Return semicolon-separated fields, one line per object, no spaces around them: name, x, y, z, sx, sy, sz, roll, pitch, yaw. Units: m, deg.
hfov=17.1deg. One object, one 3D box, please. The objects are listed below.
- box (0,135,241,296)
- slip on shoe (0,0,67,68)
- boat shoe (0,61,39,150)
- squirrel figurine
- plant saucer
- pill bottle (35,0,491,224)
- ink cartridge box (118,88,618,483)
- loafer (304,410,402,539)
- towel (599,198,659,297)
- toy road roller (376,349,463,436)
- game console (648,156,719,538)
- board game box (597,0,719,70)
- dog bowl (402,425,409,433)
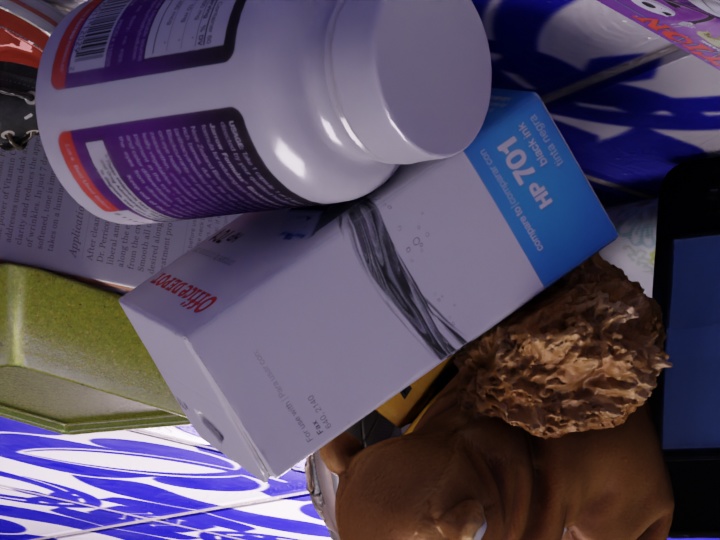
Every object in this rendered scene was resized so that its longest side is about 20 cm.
box;-0.178;-0.033;1.350;0.199;0.107;0.152;12;165;-16
slip on shoe;-0.228;-0.115;1.154;0.199;0.062;0.074;10;167;0
boat shoe;-0.192;-0.092;1.235;0.199;0.057;0.069;13;164;-16
squirrel figurine;0.064;0.079;1.141;0.141;0.201;0.186;34;-158;30
plant saucer;-0.178;0.053;1.369;0.199;0.048;0.199;20;161;-40
pill bottle;-0.043;-0.083;1.083;0.199;0.112;0.111;-4;161;41
ink cartridge box;0.000;0.000;1.133;0.086;0.200;0.146;60;167;-15
loafer;-0.007;0.132;1.429;0.063;0.072;0.201;8;137;30
towel;0.222;0.000;1.376;0.199;0.048;0.171;21;158;-39
toy road roller;0.039;0.054;1.333;0.146;0.200;0.123;39;-163;9
game console;0.181;0.024;1.170;0.172;0.201;0.118;-7;163;45
board game box;0.185;-0.091;0.983;0.199;0.032;0.120;25;179;-25
dog bowl;0.093;0.112;1.558;0.199;0.201;0.079;12;162;-14
